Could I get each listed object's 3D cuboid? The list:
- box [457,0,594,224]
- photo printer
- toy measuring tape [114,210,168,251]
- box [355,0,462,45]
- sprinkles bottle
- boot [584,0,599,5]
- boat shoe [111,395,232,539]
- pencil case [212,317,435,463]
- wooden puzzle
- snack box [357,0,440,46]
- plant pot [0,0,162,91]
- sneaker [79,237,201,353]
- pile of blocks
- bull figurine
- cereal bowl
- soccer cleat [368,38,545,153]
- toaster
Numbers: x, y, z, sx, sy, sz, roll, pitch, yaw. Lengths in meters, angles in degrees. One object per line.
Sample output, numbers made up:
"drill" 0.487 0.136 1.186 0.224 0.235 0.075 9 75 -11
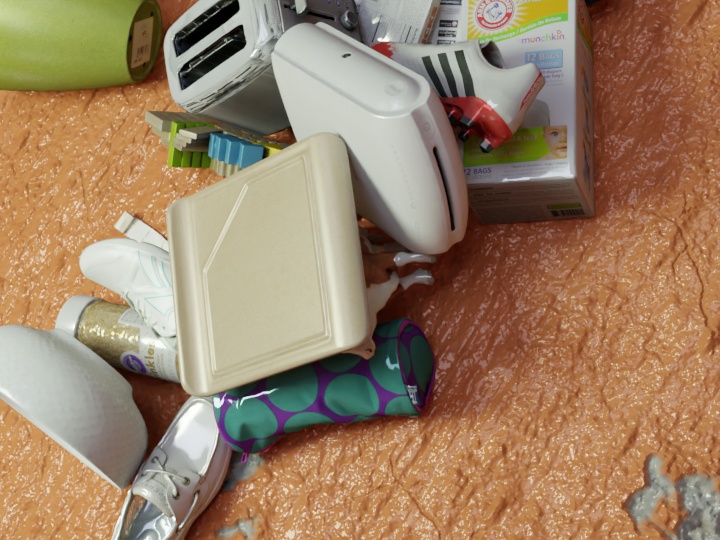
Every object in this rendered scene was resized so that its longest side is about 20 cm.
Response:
"box" 0.154 -0.156 1.077 0.111 0.101 0.203 -3 72 20
"photo printer" 0.014 -0.112 1.019 0.069 0.168 0.199 -35 45 -18
"toy measuring tape" -0.193 -0.012 1.186 0.199 0.074 0.074 35 87 27
"box" 0.015 -0.220 1.178 0.197 0.035 0.112 8 90 24
"sprinkles bottle" -0.207 0.072 1.164 0.197 0.068 0.069 9 76 24
"boot" 0.167 -0.301 1.155 0.197 0.075 0.098 1 48 32
"boat shoe" -0.181 0.208 1.095 0.070 0.069 0.202 24 90 18
"pencil case" -0.033 0.110 1.072 0.197 0.085 0.094 -14 103 18
"wooden puzzle" -0.081 -0.001 1.011 0.198 0.037 0.188 -19 71 32
"snack box" 0.012 -0.182 1.142 0.071 0.024 0.203 24 103 20
"plant pot" -0.325 -0.273 1.283 0.197 0.187 0.190 14 78 10
"sneaker" -0.181 0.028 1.090 0.198 0.071 0.081 17 70 15
"pile of blocks" -0.141 -0.110 1.194 0.198 0.082 0.063 19 110 29
"bull figurine" 0.000 0.000 1.066 0.120 0.066 0.201 -16 35 -9
"cereal bowl" -0.277 0.117 1.111 0.199 0.201 0.084 30 72 27
"soccer cleat" 0.078 -0.169 1.020 0.085 0.069 0.200 -47 41 -6
"toaster" -0.100 -0.207 1.130 0.199 0.128 0.115 -23 69 38
